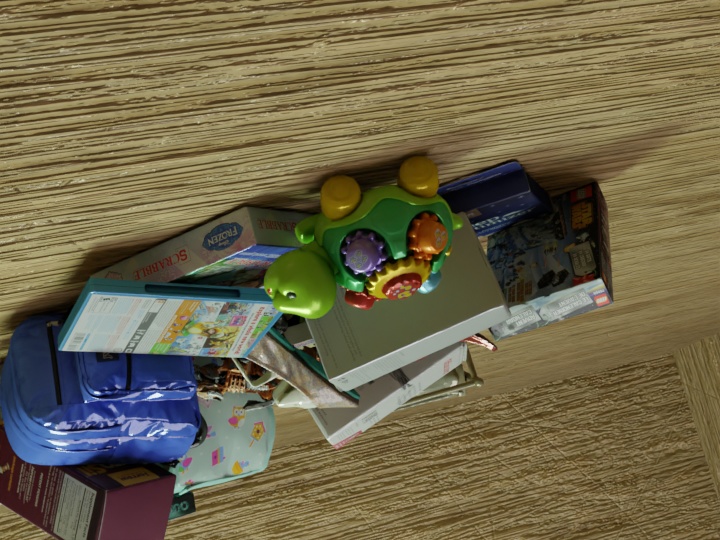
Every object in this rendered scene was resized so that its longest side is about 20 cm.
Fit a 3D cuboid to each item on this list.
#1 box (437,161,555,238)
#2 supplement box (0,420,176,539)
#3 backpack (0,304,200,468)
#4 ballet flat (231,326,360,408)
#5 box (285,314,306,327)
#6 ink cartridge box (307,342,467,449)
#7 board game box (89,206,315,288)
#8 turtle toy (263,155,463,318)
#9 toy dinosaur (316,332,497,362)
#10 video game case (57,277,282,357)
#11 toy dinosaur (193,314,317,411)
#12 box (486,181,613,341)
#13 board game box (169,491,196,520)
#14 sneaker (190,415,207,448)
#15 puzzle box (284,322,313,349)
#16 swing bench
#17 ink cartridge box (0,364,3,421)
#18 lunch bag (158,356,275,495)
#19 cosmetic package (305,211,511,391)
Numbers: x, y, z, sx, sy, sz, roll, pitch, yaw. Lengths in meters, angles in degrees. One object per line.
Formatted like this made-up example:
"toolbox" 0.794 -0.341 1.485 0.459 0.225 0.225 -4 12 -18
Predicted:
"box" 0.133 -0.068 1.548 0.121 0.033 0.200 -19 168 14
"supplement box" -0.317 0.237 1.609 0.199 0.086 0.110 22 -165 34
"backpack" -0.282 0.111 1.544 0.199 0.163 0.168 -2 144 -21
"ballet flat" -0.086 0.109 1.587 0.067 0.200 0.068 -48 -152 3
"box" -0.049 0.052 1.873 0.199 0.035 0.110 -21 168 24
"ink cartridge box" 0.027 0.124 1.755 0.200 0.085 0.146 -33 169 -4
"board game box" -0.132 -0.006 1.452 0.199 0.041 0.200 -22 167 29
"turtle toy" 0.004 -0.017 1.350 0.199 0.101 0.146 -15 152 -9
"toy dinosaur" 0.029 0.081 1.607 0.105 0.200 0.182 13 120 -38
"video game case" -0.186 0.049 1.427 0.199 0.018 0.143 4 153 -23
"toy dinosaur" -0.110 0.096 1.744 0.199 0.136 0.102 -8 166 -35
"box" 0.207 -0.013 1.594 0.136 0.040 0.200 -20 -151 20
"board game box" -0.313 0.292 1.807 0.135 0.028 0.200 -13 -171 -34
"sneaker" -0.258 0.135 1.694 0.067 0.200 0.090 -56 178 5
"puzzle box" -0.001 0.069 1.867 0.199 0.026 0.133 -17 169 4
"swing bench" 0.075 0.170 2.388 0.198 0.130 0.200 -14 169 -11
"ink cartridge box" -0.448 0.209 1.801 0.144 0.146 0.200 -6 166 -46
"lunch bag" -0.202 0.171 1.798 0.122 0.201 0.170 -16 173 41
"cosmetic package" 0.045 0.034 1.501 0.199 0.113 0.081 -22 164 5
